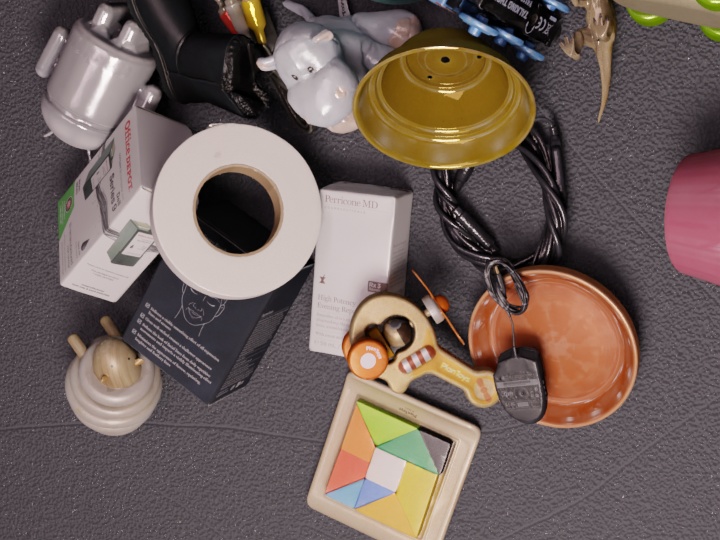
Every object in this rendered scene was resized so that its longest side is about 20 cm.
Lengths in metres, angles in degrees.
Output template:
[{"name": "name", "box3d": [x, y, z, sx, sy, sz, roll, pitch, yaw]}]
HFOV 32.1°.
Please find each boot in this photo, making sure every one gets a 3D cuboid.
[{"name": "boot", "box3d": [-0.188, -0.280, 1.482, 0.167, 0.076, 0.202, 15, 130, 45]}]

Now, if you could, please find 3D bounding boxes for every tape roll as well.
[{"name": "tape roll", "box3d": [-0.144, -0.068, 1.449, 0.201, 0.037, 0.205, 2, 83, -16]}]

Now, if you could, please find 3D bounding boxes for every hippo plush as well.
[{"name": "hippo plush", "box3d": [-0.019, -0.245, 1.424, 0.158, 0.161, 0.202, -20, 92, 24]}]

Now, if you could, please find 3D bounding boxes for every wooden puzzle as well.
[{"name": "wooden puzzle", "box3d": [0.036, 0.248, 1.557, 0.184, 0.037, 0.202, 22, 107, 17]}]

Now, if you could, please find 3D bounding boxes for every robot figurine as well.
[{"name": "robot figurine", "box3d": [-0.330, -0.237, 1.576, 0.169, 0.113, 0.201, 33, 110, 11]}]

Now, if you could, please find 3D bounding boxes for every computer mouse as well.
[{"name": "computer mouse", "box3d": [0.176, 0.079, 1.424, 0.058, 0.034, 0.202, -5, 105, 24]}]

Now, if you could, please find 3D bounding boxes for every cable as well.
[{"name": "cable", "box3d": [0.160, -0.077, 1.443, 0.162, 0.051, 0.202, -4, 99, 22]}, {"name": "cable", "box3d": [-0.120, -0.252, 1.517, 0.097, 0.050, 0.201, -8, 107, 55]}]

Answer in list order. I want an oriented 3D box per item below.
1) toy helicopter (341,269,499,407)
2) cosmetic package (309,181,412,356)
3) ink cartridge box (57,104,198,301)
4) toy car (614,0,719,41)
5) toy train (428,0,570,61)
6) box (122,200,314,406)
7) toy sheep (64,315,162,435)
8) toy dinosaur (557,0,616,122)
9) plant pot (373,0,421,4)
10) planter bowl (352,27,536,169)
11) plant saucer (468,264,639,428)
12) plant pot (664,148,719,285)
[{"name": "toy helicopter", "box3d": [0.082, 0.089, 1.445, 0.199, 0.079, 0.133, 30, 94, -10]}, {"name": "cosmetic package", "box3d": [0.000, 0.000, 1.509, 0.101, 0.074, 0.202, 7, 103, 20]}, {"name": "ink cartridge box", "box3d": [-0.291, -0.082, 1.551, 0.200, 0.084, 0.147, -44, 42, 33]}, {"name": "toy car", "box3d": [0.345, -0.355, 1.271, 0.157, 0.164, 0.202, 16, 92, 18]}, {"name": "toy train", "box3d": [0.142, -0.291, 1.340, 0.114, 0.199, 0.087, 37, 105, 32]}, {"name": "box", "box3d": [-0.179, 0.038, 1.568, 0.148, 0.107, 0.201, 36, 111, 13]}, {"name": "toy sheep", "box3d": [-0.323, 0.148, 1.636, 0.137, 0.138, 0.200, 36, 151, 12]}, {"name": "toy dinosaur", "box3d": [0.257, -0.257, 1.345, 0.058, 0.101, 0.202, -1, 102, 32]}, {"name": "plant pot", "box3d": [0.028, -0.406, 1.355, 0.199, 0.161, 0.203, 0, 89, 15]}, {"name": "planter bowl", "box3d": [0.092, -0.205, 1.373, 0.199, 0.201, 0.084, -12, 54, 23]}, {"name": "plant saucer", "box3d": [0.222, 0.086, 1.437, 0.199, 0.032, 0.202, 11, 118, 22]}, {"name": "plant pot", "box3d": [0.418, -0.052, 1.278, 0.178, 0.199, 0.202, 6, 102, 37]}]
